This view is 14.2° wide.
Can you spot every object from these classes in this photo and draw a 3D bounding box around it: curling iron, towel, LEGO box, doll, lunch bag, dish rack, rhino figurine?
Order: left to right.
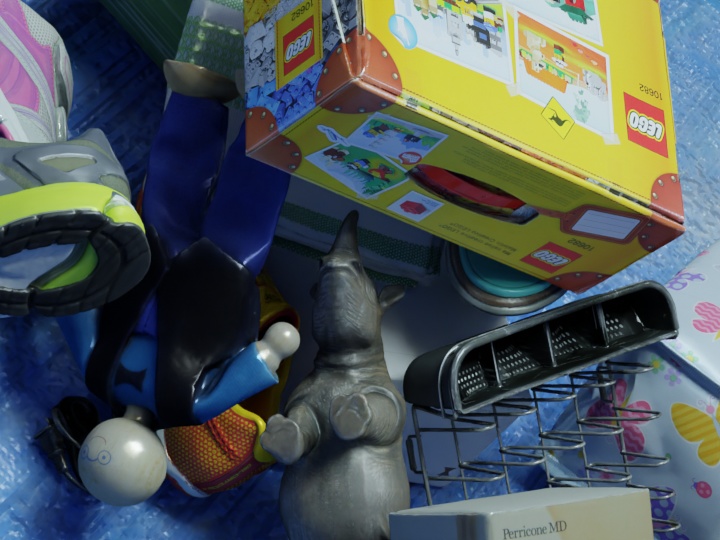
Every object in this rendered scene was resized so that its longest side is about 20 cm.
[{"bbox_3d":[-0.125,0.022,1.378,0.049,0.026,0.201,23,43,-25],"label":"curling iron"},{"bbox_3d":[-0.084,0.008,1.296,0.048,0.136,0.201,29,73,-57],"label":"doll"},{"bbox_3d":[-0.011,-0.105,1.379,0.149,0.031,0.201,17,77,-16],"label":"towel"},{"bbox_3d":[-0.009,0.073,1.303,0.087,0.059,0.201,13,78,-74],"label":"rhino figurine"},{"bbox_3d":[0.047,-0.096,1.305,0.199,0.077,0.150,22,51,-35],"label":"LEGO box"},{"bbox_3d":[0.095,0.116,1.375,0.153,0.054,0.201,-17,101,-39],"label":"dish rack"},{"bbox_3d":[0.215,0.098,1.491,0.200,0.127,0.170,37,31,11],"label":"lunch bag"}]

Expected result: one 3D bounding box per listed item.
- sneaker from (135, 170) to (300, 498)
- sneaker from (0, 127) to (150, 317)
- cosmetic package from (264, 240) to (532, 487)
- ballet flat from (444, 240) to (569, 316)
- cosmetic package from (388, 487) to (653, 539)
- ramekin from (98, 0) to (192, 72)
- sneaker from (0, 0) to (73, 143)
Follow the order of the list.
[{"bbox_3d":[-0.062,0.016,1.384,0.073,0.077,0.201,38,35,-50],"label":"sneaker"},{"bbox_3d":[-0.193,-0.017,1.284,0.199,0.074,0.081,-5,41,-2],"label":"sneaker"},{"bbox_3d":[0.000,0.000,1.451,0.107,0.085,0.201,10,48,-36],"label":"cosmetic package"},{"bbox_3d":[0.079,-0.020,1.421,0.067,0.064,0.200,16,36,1],"label":"ballet flat"},{"bbox_3d":[0.079,0.199,1.272,0.105,0.071,0.201,-6,90,-39],"label":"cosmetic package"},{"bbox_3d":[-0.046,-0.178,1.494,0.098,0.200,0.200,53,41,3],"label":"ramekin"},{"bbox_3d":[-0.170,-0.077,1.389,0.088,0.081,0.201,-5,62,-44],"label":"sneaker"}]
